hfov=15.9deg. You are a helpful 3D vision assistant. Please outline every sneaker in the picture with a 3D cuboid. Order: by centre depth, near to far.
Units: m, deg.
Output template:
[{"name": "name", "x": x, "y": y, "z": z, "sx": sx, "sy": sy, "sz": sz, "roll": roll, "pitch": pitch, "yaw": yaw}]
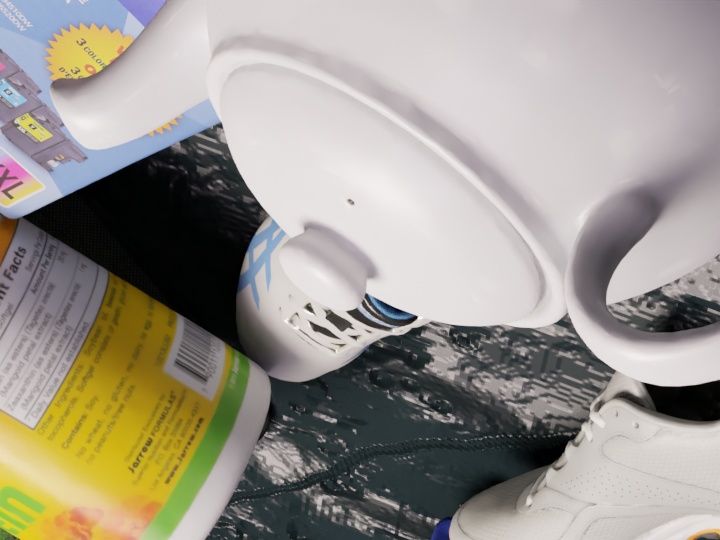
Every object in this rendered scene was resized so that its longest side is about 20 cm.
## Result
[{"name": "sneaker", "x": 0.000, "y": 0.000, "z": 1.001, "sx": 0.072, "sy": 0.073, "sz": 0.200, "roll": 34, "pitch": 144, "yaw": -11}, {"name": "sneaker", "x": 0.110, "y": 0.071, "z": 1.026, "sx": 0.199, "sy": 0.076, "sz": 0.092, "roll": -19, "pitch": 116, "yaw": 35}]

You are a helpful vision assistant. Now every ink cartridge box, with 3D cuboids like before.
[{"name": "ink cartridge box", "x": -0.100, "y": -0.112, "z": 0.931, "sx": 0.199, "sy": 0.077, "sz": 0.136, "roll": -23, "pitch": 121, "yaw": 44}]

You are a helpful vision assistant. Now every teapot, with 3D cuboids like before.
[{"name": "teapot", "x": 0.031, "y": -0.051, "z": 0.710, "sx": 0.197, "sy": 0.146, "sz": 0.200, "roll": 36, "pitch": 163, "yaw": -5}]

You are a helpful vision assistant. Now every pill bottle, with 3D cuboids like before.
[{"name": "pill bottle", "x": -0.146, "y": 0.038, "z": 1.036, "sx": 0.199, "sy": 0.111, "sz": 0.111, "roll": 32, "pitch": 143, "yaw": -13}]

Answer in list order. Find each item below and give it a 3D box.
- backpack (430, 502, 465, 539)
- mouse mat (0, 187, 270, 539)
[{"name": "backpack", "x": 0.101, "y": 0.230, "z": 1.132, "sx": 0.199, "sy": 0.168, "sz": 0.163, "roll": 18, "pitch": 149, "yaw": 6}, {"name": "mouse mat", "x": -0.152, "y": 0.049, "z": 1.113, "sx": 0.200, "sy": 0.161, "sz": 0.008, "roll": 51, "pitch": -179, "yaw": -29}]
